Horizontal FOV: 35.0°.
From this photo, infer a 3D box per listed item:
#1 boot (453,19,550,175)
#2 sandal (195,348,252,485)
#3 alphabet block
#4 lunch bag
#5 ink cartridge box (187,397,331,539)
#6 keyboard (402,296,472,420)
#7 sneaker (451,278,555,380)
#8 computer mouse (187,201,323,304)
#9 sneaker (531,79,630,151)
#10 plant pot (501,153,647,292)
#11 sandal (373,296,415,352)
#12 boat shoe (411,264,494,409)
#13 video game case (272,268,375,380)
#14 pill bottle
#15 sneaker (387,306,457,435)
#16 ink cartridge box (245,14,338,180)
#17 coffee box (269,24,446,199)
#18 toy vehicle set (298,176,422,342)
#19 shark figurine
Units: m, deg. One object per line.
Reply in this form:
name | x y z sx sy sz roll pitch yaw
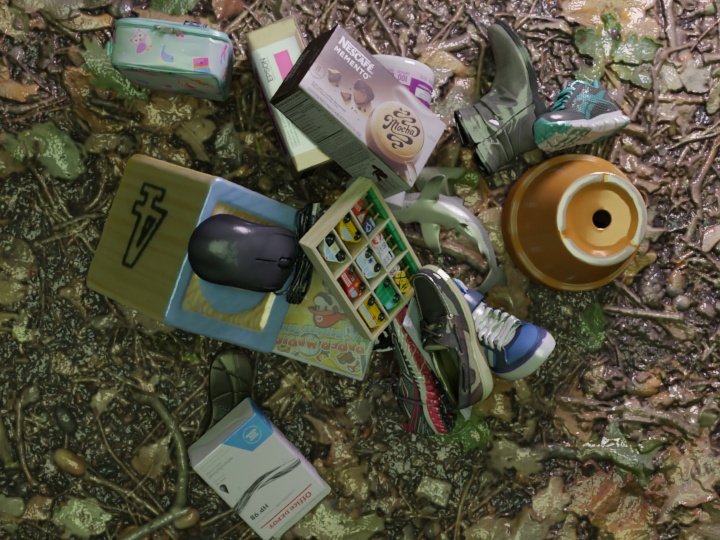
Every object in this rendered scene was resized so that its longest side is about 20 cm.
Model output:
boot | 0.190 -0.247 1.636 0.130 0.068 0.201 -24 94 -5
sandal | -0.195 0.206 1.623 0.081 0.055 0.201 1 98 -17
alphabet block | -0.211 -0.024 1.514 0.195 0.200 0.197 23 87 -44
lunch bag | -0.255 -0.287 1.543 0.160 0.200 0.077 10 88 -2
ink cartridge box | -0.132 0.291 1.596 0.116 0.067 0.200 -41 111 -3
keyboard | 0.113 0.125 1.605 0.011 0.056 0.200 -17 124 26
sneaker | 0.165 0.074 1.570 0.146 0.200 0.081 42 76 -14
computer mouse | -0.122 -0.022 1.422 0.200 0.053 0.139 4 102 -43
sneaker | 0.296 -0.224 1.610 0.078 0.200 0.091 -33 78 40
plant pot | 0.311 -0.067 1.589 0.199 0.183 0.201 0 91 -3
sandal | 0.016 0.088 1.640 0.200 0.048 0.076 -20 92 -2
boat shoe | 0.116 0.092 1.539 0.066 0.072 0.201 -28 97 -37
video game case | -0.066 0.041 1.612 0.199 0.023 0.183 17 103 5
pill bottle | 0.035 -0.191 1.599 0.112 0.112 0.201 10 85 -4
sneaker | 0.071 0.147 1.611 0.074 0.081 0.201 -10 107 25
ink cartridge box | -0.091 -0.232 1.571 0.075 0.165 0.201 -20 91 -3
coffee box | -0.002 -0.201 1.468 0.200 0.080 0.113 41 62 -19
toy vehicle set | 0.008 -0.013 1.513 0.124 0.026 0.200 -49 134 -18
shark figurine | 0.143 -0.068 1.636 0.214 0.090 0.128 36 122 4
